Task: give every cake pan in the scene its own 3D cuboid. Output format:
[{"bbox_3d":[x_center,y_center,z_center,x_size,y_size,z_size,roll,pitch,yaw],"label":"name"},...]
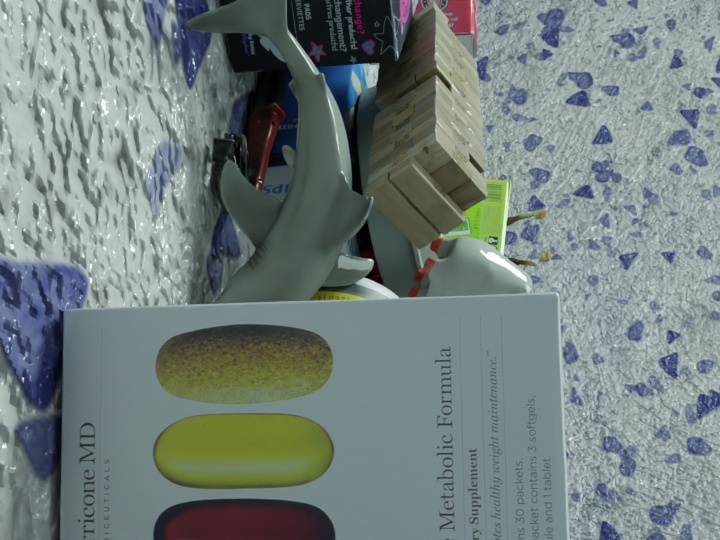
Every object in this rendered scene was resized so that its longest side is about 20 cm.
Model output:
[{"bbox_3d":[0.035,-0.061,0.778,0.200,0.036,0.202,-8,90,-79],"label":"cake pan"}]

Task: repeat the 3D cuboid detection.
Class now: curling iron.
[{"bbox_3d":[-0.065,-0.106,0.647,0.201,0.025,0.050,-79,167,-51],"label":"curling iron"}]

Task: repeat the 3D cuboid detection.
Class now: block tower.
[{"bbox_3d":[0.045,-0.102,0.640,0.058,0.054,0.201,44,30,-29],"label":"block tower"}]

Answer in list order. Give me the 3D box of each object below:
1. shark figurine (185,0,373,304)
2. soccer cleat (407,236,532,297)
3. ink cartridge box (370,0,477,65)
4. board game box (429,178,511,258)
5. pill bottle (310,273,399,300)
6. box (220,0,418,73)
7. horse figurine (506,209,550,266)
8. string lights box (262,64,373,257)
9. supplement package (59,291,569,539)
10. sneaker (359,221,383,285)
[{"bbox_3d":[-0.025,-0.058,0.544,0.089,0.127,0.216,7,-84,58],"label":"shark figurine"},{"bbox_3d":[0.054,0.061,0.705,0.069,0.077,0.201,-64,179,-50],"label":"soccer cleat"},{"bbox_3d":[0.033,-0.300,0.891,0.084,0.144,0.202,23,66,-80],"label":"ink cartridge box"},{"bbox_3d":[0.078,0.005,0.880,0.048,0.101,0.201,84,13,-55],"label":"board game box"},{"bbox_3d":[-0.025,0.108,0.595,0.112,0.111,0.201,76,16,-49],"label":"pill bottle"},{"bbox_3d":[-0.021,-0.229,0.669,0.200,0.114,0.133,-72,158,-60],"label":"box"},{"bbox_3d":[0.115,0.017,0.933,0.050,0.132,0.201,54,36,-51],"label":"horse figurine"},{"bbox_3d":[-0.029,-0.092,0.752,0.103,0.059,0.201,76,16,-49],"label":"string lights box"},{"bbox_3d":[-0.014,0.071,0.417,0.110,0.199,0.115,31,57,-78],"label":"supplement package"},{"bbox_3d":[0.000,0.000,0.789,0.085,0.076,0.201,111,-14,-55],"label":"sneaker"}]
